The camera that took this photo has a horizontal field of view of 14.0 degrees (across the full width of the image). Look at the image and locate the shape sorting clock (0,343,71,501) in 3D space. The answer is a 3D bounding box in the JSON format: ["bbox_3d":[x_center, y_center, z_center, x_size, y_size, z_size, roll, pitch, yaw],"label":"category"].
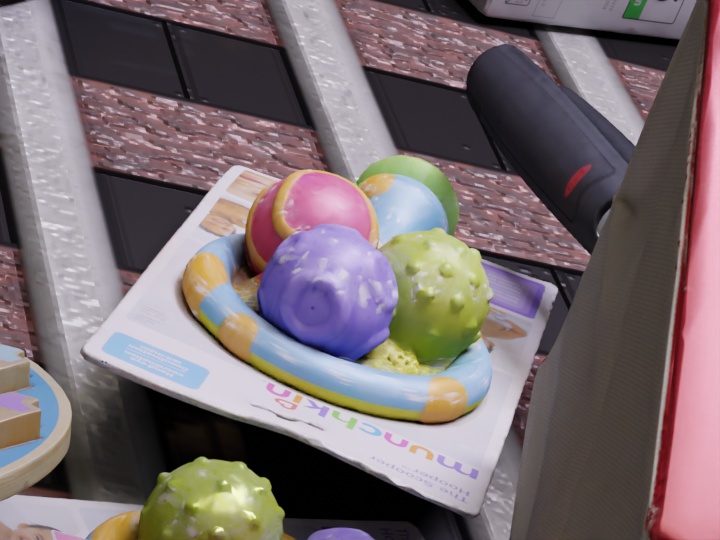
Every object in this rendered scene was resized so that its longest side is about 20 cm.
[{"bbox_3d":[-0.168,0.029,0.697,0.199,0.039,0.200,8,15,-2],"label":"shape sorting clock"}]

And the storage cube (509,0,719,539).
[{"bbox_3d":[0.137,0.062,0.710,0.179,0.171,0.201,14,51,-4],"label":"storage cube"}]

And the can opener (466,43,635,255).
[{"bbox_3d":[0.080,-0.013,0.899,0.063,0.079,0.200,43,10,-43],"label":"can opener"}]

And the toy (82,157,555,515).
[{"bbox_3d":[0.000,0.000,0.874,0.115,0.047,0.200,21,16,3],"label":"toy"}]

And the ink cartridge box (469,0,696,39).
[{"bbox_3d":[0.116,-0.147,1.269,0.199,0.051,0.109,3,33,-33],"label":"ink cartridge box"}]

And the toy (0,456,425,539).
[{"bbox_3d":[-0.040,0.081,0.741,0.199,0.047,0.115,4,34,-31],"label":"toy"}]
